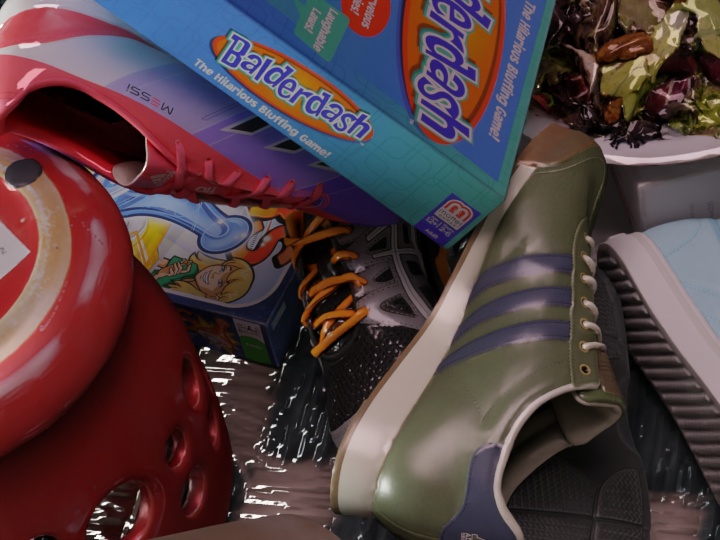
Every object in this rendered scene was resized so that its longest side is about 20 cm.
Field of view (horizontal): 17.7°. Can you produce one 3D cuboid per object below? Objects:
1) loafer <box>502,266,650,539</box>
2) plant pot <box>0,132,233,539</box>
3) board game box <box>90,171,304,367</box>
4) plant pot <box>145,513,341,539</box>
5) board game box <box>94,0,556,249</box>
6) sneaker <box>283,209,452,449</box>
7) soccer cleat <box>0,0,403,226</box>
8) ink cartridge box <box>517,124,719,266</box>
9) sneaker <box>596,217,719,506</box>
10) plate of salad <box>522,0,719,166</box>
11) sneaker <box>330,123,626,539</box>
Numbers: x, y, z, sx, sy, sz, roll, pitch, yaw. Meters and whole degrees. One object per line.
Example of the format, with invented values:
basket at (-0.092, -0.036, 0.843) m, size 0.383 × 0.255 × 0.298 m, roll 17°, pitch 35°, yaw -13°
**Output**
loafer at (0.083, 0.090, 0.997) m, size 0.072 × 0.063 × 0.201 m, roll 14°, pitch 55°, yaw -11°
plant pot at (-0.169, 0.051, 0.995) m, size 0.199 × 0.183 × 0.201 m, roll -7°, pitch 49°, yaw 8°
board game box at (-0.061, -0.054, 1.147) m, size 0.135 × 0.035 × 0.200 m, roll 13°, pitch 56°, yaw 21°
plant pot at (-0.074, 0.182, 0.883) m, size 0.173 × 0.201 × 0.200 m, roll -24°, pitch 49°, yaw -31°
board game box at (-0.014, -0.123, 0.968) m, size 0.200 × 0.045 × 0.152 m, roll 34°, pitch 43°, yaw -17°
sneaker at (0.000, 0.000, 1.047) m, size 0.078 × 0.077 × 0.201 m, roll -39°, pitch 35°, yaw 38°
soccer cleat at (-0.064, -0.052, 0.970) m, size 0.199 × 0.068 × 0.073 m, roll 22°, pitch 43°, yaw -15°
ink cartridge box at (0.174, -0.075, 1.093) m, size 0.199 × 0.068 × 0.117 m, roll -16°, pitch 51°, yaw 0°
sneaker at (0.178, 0.048, 0.994) m, size 0.082 × 0.074 × 0.200 m, roll -20°, pitch 55°, yaw -10°
plate of salad at (0.139, -0.133, 1.069) m, size 0.199 × 0.048 × 0.201 m, roll -6°, pitch 53°, yaw 9°
sneaker at (0.073, 0.035, 0.952) m, size 0.090 × 0.067 × 0.201 m, roll 24°, pitch 64°, yaw 20°
